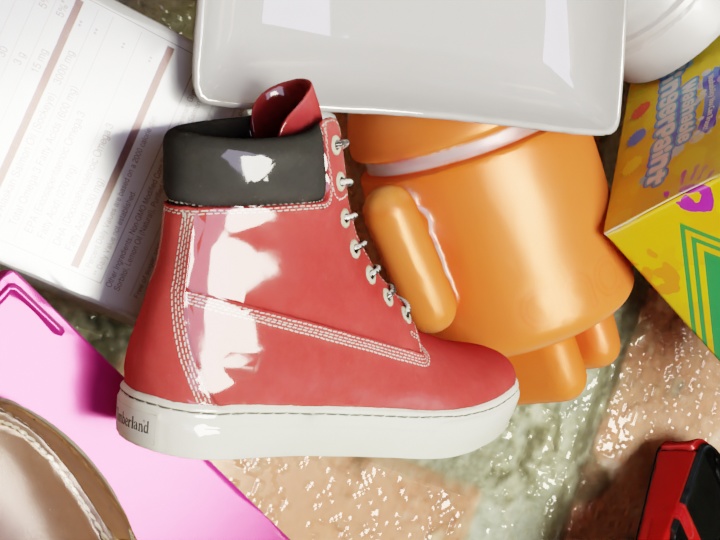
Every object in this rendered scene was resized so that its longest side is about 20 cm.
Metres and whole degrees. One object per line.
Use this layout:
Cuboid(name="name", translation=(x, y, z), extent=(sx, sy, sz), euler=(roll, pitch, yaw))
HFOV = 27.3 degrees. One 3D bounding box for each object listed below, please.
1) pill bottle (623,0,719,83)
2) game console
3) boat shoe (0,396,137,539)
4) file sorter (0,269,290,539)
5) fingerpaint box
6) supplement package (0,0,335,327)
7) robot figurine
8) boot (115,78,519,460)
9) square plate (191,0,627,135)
Cuboid(name="pill bottle", translation=(0.097, -0.191, 0.732), extent=(0.200, 0.116, 0.116), euler=(38, 77, -22))
Cuboid(name="game console", translation=(0.196, 0.206, 0.798), extent=(0.200, 0.031, 0.177), euler=(63, 31, -15))
Cuboid(name="boat shoe", translation=(-0.097, 0.135, 0.544), extent=(0.076, 0.072, 0.200), euler=(-34, 107, -22))
Cuboid(name="file sorter", translation=(-0.141, 0.115, 0.631), extent=(0.139, 0.125, 0.200), euler=(-49, 112, -16))
Cuboid(name="fingerpaint box", translation=(0.210, -0.038, 0.766), extent=(0.167, 0.073, 0.200), euler=(45, 38, -22))
Cuboid(name="supplement package", translation=(-0.135, -0.055, 0.628), extent=(0.200, 0.117, 0.117), euler=(25, 83, -24))
Cuboid(name="robot figurine", translation=(0.064, -0.034, 0.728), extent=(0.144, 0.117, 0.200), euler=(-23, 104, -11))
Cuboid(name="boot", translation=(0.000, 0.000, 0.606), extent=(0.200, 0.072, 0.144), euler=(5, 97, -43))
Cuboid(name="square plate", translation=(0.026, -0.162, 0.622), extent=(0.198, 0.028, 0.200), euler=(2, 93, -24))
